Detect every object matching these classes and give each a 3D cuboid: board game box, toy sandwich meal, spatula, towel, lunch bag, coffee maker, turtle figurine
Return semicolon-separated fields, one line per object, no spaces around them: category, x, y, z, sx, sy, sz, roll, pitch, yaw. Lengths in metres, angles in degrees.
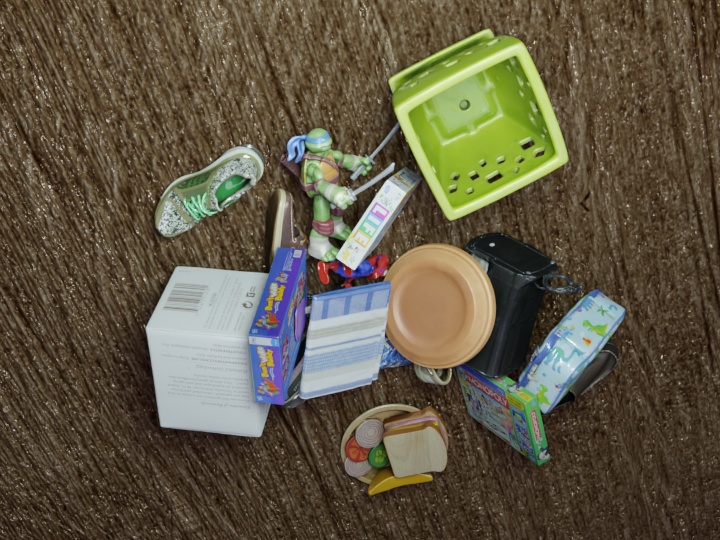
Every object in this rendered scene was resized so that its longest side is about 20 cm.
board game box;-0.119;0.080;1.385;0.044;0.201;0.135;5;128;6
toy sandwich meal;0.064;0.329;1.682;0.203;0.070;0.207;-4;118;-7
spatula;-0.063;0.054;1.461;0.020;0.200;0.057;11;112;22
towel;-0.024;0.110;1.458;0.146;0.024;0.201;-11;127;-28
lunch bag;0.348;0.136;1.547;0.082;0.200;0.161;38;143;16
coffee maker;0.235;0.068;1.505;0.134;0.192;0.201;-4;121;-25
board game box;0.240;0.231;1.588;0.029;0.200;0.135;-29;120;-19
turtle figurine;-0.016;-0.116;1.394;0.198;0.144;0.195;-7;128;-14
board game box;0.031;-0.082;1.387;0.034;0.200;0.135;35;106;2

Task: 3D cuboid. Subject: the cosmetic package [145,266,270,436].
cosmetic package;-0.223;0.125;1.449;0.165;0.168;0.201;4;126;5

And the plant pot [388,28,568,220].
plant pot;0.159;-0.224;1.345;0.198;0.182;0.201;-26;118;5

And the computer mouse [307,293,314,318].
computer mouse;-0.035;0.062;1.555;0.198;0.034;0.059;-1;103;0

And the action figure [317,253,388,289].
action figure;0.000;0.000;1.450;0.065;0.200;0.052;-23;84;22

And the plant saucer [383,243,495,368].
plant saucer;0.116;0.058;1.474;0.199;0.037;0.202;1;93;27

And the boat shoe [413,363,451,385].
boat shoe;0.116;0.091;1.538;0.072;0.065;0.202;-11;97;-26

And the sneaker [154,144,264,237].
sneaker;-0.232;-0.111;1.398;0.199;0.089;0.077;-36;117;11

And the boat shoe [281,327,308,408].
boat shoe;-0.077;0.138;1.511;0.067;0.057;0.201;32;95;17

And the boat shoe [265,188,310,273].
boat shoe;-0.111;-0.040;1.468;0.071;0.072;0.201;-5;122;-14

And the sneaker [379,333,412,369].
sneaker;0.037;0.142;1.578;0.198;0.077;0.076;-4;116;-8

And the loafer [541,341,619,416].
loafer;0.383;0.203;1.664;0.200;0.071;0.073;-38;116;12
